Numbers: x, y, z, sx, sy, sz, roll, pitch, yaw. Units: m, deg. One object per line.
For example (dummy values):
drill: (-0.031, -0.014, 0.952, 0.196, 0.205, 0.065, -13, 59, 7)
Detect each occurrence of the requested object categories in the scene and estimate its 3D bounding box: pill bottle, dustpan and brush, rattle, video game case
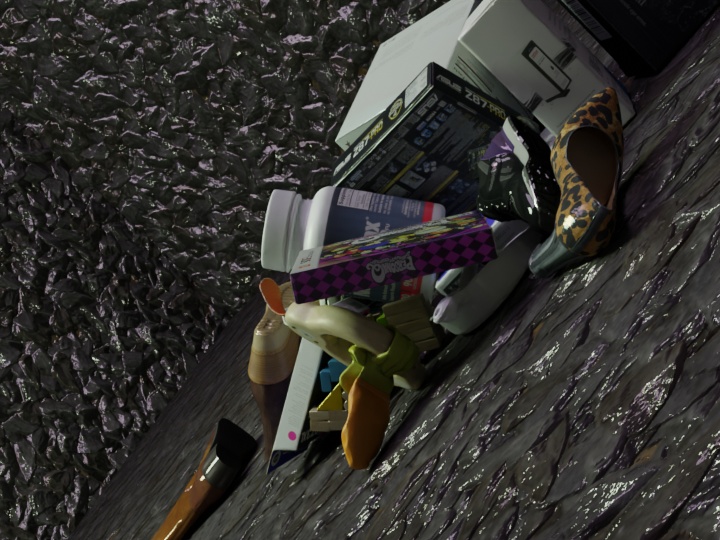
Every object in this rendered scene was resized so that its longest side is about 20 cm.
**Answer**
pill bottle: (-0.008, -0.030, 1.501, 0.120, 0.197, 0.122, 9, -90, -87)
dustpan and brush: (0.107, 0.022, 1.299, 0.140, 0.057, 0.200, -45, 7, 24)
rattle: (-0.043, 0.102, 1.336, 0.130, 0.198, 0.145, 26, -97, -67)
video game case: (0.031, -0.016, 1.320, 0.197, 0.036, 0.181, -13, 8, 3)

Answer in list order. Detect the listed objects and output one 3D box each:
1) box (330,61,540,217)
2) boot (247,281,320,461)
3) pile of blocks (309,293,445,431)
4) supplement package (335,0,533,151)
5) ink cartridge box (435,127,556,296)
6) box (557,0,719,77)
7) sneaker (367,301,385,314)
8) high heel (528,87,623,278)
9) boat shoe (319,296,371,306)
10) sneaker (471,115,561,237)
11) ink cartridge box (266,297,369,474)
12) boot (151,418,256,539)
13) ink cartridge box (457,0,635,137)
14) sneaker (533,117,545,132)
box: (0.084, -0.128, 1.512, 0.200, 0.160, 0.050, -44, 30, 39)
boot: (-0.079, 0.113, 1.584, 0.200, 0.071, 0.169, -47, -42, -59)
pile of blocks: (0.012, 0.093, 1.432, 0.200, 0.082, 0.062, -44, -3, 22)
supplement package: (0.106, -0.211, 1.636, 0.190, 0.147, 0.201, -26, 30, 41)
ink cartridge box: (0.166, -0.066, 1.498, 0.198, 0.043, 0.200, -47, 8, 16)
box: (0.323, -0.365, 1.521, 0.200, 0.196, 0.117, -47, 7, 1)
sneaker: (-0.011, 0.094, 1.618, 0.200, 0.077, 0.087, -45, 10, 29)
high heel: (0.216, -0.095, 1.176, 0.143, 0.071, 0.202, 131, 162, -70)
boat shoe: (-0.001, -0.002, 1.593, 0.059, 0.073, 0.203, -11, 41, 24)
sneaker: (0.162, -0.072, 1.340, 0.088, 0.075, 0.201, -49, 22, 21)
ink cartridge box: (-0.049, 0.134, 1.491, 0.094, 0.037, 0.203, -22, -46, -60)
boot: (-0.232, 0.324, 1.911, 0.201, 0.068, 0.189, -54, 12, 14)
ink cartridge box: (0.208, -0.231, 1.486, 0.084, 0.200, 0.146, -45, 7, 19)
sneaker: (0.222, -0.218, 1.722, 0.076, 0.114, 0.200, -43, 10, 45)
